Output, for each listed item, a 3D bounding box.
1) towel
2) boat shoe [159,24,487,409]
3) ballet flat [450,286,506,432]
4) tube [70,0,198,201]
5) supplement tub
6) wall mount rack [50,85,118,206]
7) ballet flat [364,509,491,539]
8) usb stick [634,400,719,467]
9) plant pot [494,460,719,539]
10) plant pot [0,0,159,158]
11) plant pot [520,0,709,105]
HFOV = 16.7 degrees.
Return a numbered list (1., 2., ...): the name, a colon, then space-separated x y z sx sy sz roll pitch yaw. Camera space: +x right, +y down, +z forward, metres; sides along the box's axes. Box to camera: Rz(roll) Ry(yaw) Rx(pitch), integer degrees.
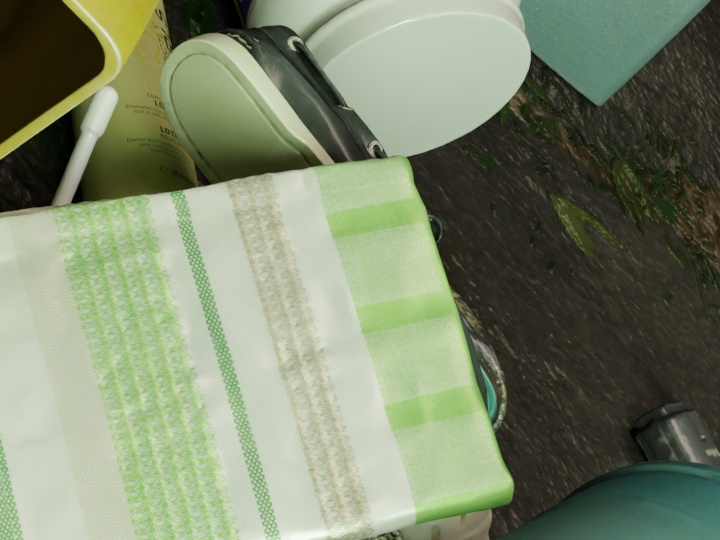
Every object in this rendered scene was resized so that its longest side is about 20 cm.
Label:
1. towel: -0.057 0.039 0.893 0.199 0.031 0.150 -9 68 -17
2. boat shoe: -0.002 -0.018 1.005 0.200 0.074 0.066 51 42 6
3. ballet flat: 0.000 0.000 1.166 0.201 0.072 0.072 57 28 3
4. tube: -0.108 -0.088 1.102 0.058 0.052 0.201 88 -9 -47
5. supplement tub: -0.001 -0.172 1.249 0.145 0.145 0.201 18 45 -48
6. wall mount rack: -0.077 0.032 0.988 0.200 0.074 0.175 31 37 -38
7. ballet flat: 0.008 0.065 0.945 0.068 0.075 0.201 -17 78 -58
8. usb stick: 0.211 0.163 1.332 0.055 0.033 0.201 -7 65 -58
9. plant pot: 0.065 0.186 0.836 0.187 0.200 0.201 -15 71 -44
10. plant pot: -0.164 -0.157 0.881 0.200 0.200 0.177 46 47 -15
11. plant pot: 0.155 -0.268 1.532 0.196 0.200 0.197 36 34 -30
